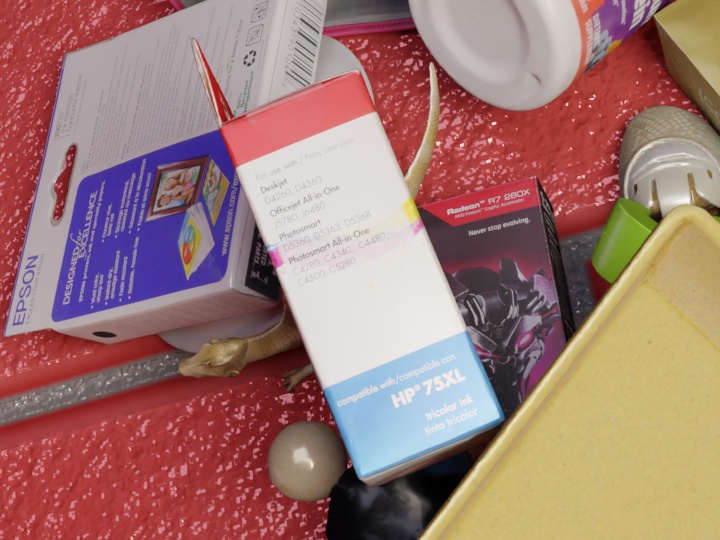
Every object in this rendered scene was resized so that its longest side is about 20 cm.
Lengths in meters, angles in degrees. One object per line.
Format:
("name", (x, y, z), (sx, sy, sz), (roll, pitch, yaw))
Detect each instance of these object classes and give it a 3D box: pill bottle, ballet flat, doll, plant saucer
("pill bottle", (0.129, -0.184, 0.861), (0.111, 0.112, 0.200), (34, 58, 28))
("ballet flat", (0.175, -0.011, 0.821), (0.067, 0.062, 0.201), (-14, 63, 13))
("doll", (0.039, 0.141, 0.754), (0.200, 0.048, 0.137), (35, 101, -1))
("plant saucer", (0.128, 0.104, 0.658), (0.200, 0.200, 0.048), (-51, 22, -6))

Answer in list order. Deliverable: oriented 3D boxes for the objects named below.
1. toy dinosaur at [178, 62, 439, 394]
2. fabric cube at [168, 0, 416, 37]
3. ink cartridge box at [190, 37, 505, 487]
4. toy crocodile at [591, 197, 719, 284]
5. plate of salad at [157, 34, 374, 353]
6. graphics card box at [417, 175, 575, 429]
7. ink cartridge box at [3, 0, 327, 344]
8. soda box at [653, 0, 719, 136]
("toy dinosaur", (0.000, 0.000, 0.796), (0.200, 0.101, 0.058), (-48, 58, -2))
("fabric cube", (-0.033, -0.276, 0.930), (0.195, 0.200, 0.200), (-3, 65, 20))
("ink cartridge box", (-0.005, -0.010, 0.691), (0.067, 0.116, 0.201), (-22, 81, -1))
("toy crocodile", (0.204, 0.015, 0.738), (0.199, 0.062, 0.068), (16, 111, 20))
("plate of salad", (-0.060, -0.044, 0.910), (0.200, 0.048, 0.201), (-22, 55, 35))
("graphics card box", (0.056, 0.057, 0.838), (0.125, 0.051, 0.201), (-13, 65, 13))
("ink cartridge box", (-0.114, -0.059, 0.905), (0.199, 0.043, 0.199), (-11, 61, 39))
("soda box", (0.237, -0.070, 0.822), (0.064, 0.068, 0.200), (-34, 61, 3))
